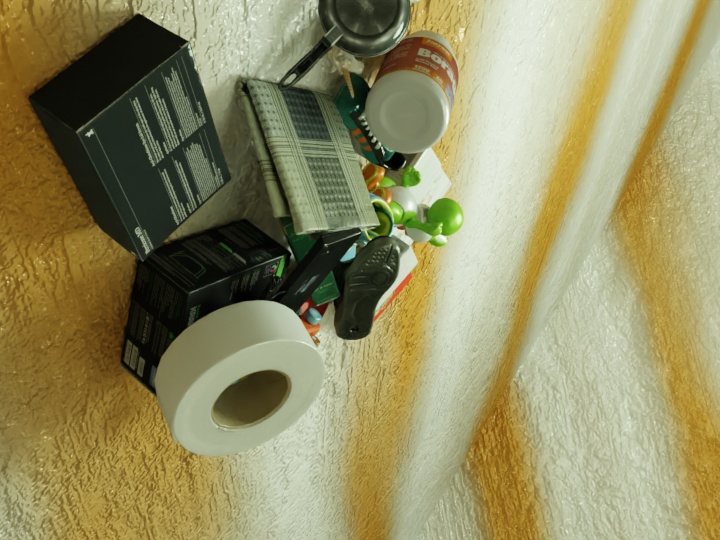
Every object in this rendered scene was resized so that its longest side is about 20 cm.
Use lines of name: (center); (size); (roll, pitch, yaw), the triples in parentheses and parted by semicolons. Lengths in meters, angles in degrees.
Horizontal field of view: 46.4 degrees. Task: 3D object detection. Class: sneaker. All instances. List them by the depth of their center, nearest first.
sneaker: (0.020, -0.207, 1.196); (0.072, 0.080, 0.200); (-53, 156, -6)
sneaker: (0.000, 0.000, 1.220); (0.075, 0.115, 0.200); (0, 140, -17)
sneaker: (-0.007, -0.052, 1.268); (0.080, 0.130, 0.201); (-54, 155, -24)

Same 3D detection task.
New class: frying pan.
frying pan: (-0.028, -0.302, 1.001); (0.188, 0.116, 0.031); (-22, -177, -7)

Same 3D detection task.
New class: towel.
towel: (-0.062, -0.134, 1.039); (0.034, 0.202, 0.192); (-24, 172, 29)

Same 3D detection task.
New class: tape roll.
tape roll: (-0.146, 0.134, 1.023); (0.201, 0.071, 0.204); (-21, 141, -18)

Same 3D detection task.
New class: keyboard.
keyboard: (-0.086, 0.017, 1.042); (0.126, 0.021, 0.200); (-22, 160, -46)

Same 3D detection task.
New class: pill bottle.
pill bottle: (0.076, -0.252, 1.143); (0.201, 0.111, 0.113); (-72, 177, -53)

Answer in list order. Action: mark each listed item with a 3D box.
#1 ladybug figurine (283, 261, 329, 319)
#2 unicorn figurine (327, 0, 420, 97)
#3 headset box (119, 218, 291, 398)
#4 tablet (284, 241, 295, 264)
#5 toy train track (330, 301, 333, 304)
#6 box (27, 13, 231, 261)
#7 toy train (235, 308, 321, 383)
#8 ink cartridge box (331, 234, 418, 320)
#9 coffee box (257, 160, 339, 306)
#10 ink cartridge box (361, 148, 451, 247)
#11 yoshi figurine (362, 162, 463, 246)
ladybug figurine: (-0.114, 0.071, 1.269); (0.200, 0.072, 0.136); (-50, 153, -3)
unicorn figurine: (0.012, -0.323, 1.071); (0.137, 0.073, 0.202); (-11, 114, -58)
headset box: (-0.195, 0.045, 1.087); (0.199, 0.092, 0.176); (-25, 142, -51)
tablet: (-0.084, 0.008, 1.350); (0.199, 0.014, 0.131); (-3, 123, -61)
toy train track: (-0.103, 0.109, 1.397); (0.200, 0.032, 0.115); (-47, 158, -13)
box: (-0.221, -0.128, 0.843); (0.141, 0.078, 0.201); (-49, 156, -24)
toy train: (-0.129, 0.144, 1.172); (0.200, 0.056, 0.150); (-49, 164, 18)
ink cartridge box: (0.041, 0.043, 1.496); (0.163, 0.057, 0.200); (-48, 151, -8)
coffee box: (-0.082, -0.054, 1.137); (0.044, 0.124, 0.201); (-21, 148, -3)
ink cartridge box: (0.072, -0.112, 1.461); (0.201, 0.043, 0.174); (-56, 157, -2)
yoshi figurine: (0.091, -0.103, 1.341); (0.199, 0.112, 0.113); (27, 87, -40)
